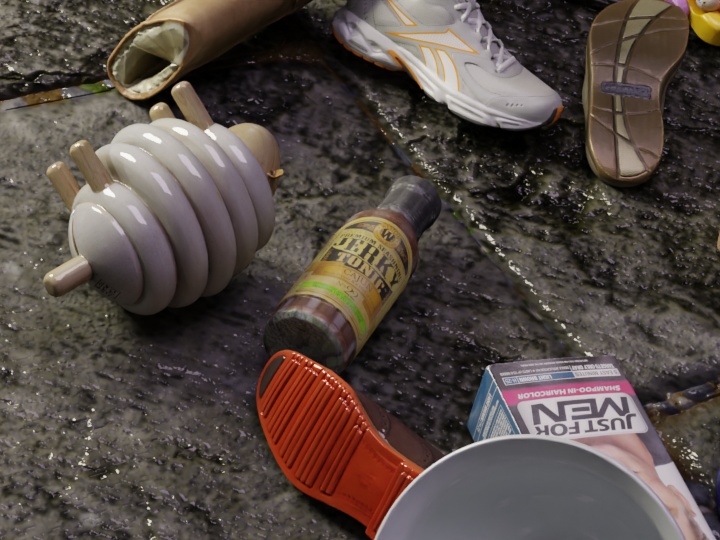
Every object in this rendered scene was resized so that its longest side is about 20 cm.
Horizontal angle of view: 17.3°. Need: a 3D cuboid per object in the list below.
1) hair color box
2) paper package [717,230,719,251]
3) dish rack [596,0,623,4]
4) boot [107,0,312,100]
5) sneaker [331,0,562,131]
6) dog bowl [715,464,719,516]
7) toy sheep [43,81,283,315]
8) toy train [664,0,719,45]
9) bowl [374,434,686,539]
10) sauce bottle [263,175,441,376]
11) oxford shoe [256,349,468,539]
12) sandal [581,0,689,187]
[{"bbox_3d":[0.151,0.146,1.512,0.099,0.061,0.201,-4,44,-22],"label":"hair color box"},{"bbox_3d":[0.396,-0.047,1.787,0.190,0.104,0.200,34,43,20],"label":"paper package"},{"bbox_3d":[0.198,-0.307,2.059,0.152,0.055,0.201,20,40,5],"label":"dish rack"},{"bbox_3d":[-0.076,-0.210,1.777,0.066,0.175,0.200,52,43,3],"label":"boot"},{"bbox_3d":[0.074,-0.181,1.829,0.199,0.093,0.076,30,23,13],"label":"sneaker"},{"bbox_3d":[0.339,0.143,1.565,0.198,0.079,0.201,9,40,-8],"label":"dog bowl"},{"bbox_3d":[-0.133,-0.039,1.577,0.199,0.138,0.138,-33,59,-26],"label":"toy sheep"},{"bbox_3d":[0.340,-0.239,2.003,0.199,0.056,0.150,36,52,12],"label":"toy train"},{"bbox_3d":[0.108,0.195,1.374,0.200,0.202,0.090,32,7,18],"label":"bowl"},{"bbox_3d":[0.000,0.000,1.626,0.064,0.065,0.200,24,40,9],"label":"sauce bottle"},{"bbox_3d":[0.008,0.123,1.500,0.200,0.071,0.072,44,19,33],"label":"oxford shoe"},{"bbox_3d":[0.212,-0.138,1.875,0.080,0.054,0.201,11,54,2],"label":"sandal"}]
